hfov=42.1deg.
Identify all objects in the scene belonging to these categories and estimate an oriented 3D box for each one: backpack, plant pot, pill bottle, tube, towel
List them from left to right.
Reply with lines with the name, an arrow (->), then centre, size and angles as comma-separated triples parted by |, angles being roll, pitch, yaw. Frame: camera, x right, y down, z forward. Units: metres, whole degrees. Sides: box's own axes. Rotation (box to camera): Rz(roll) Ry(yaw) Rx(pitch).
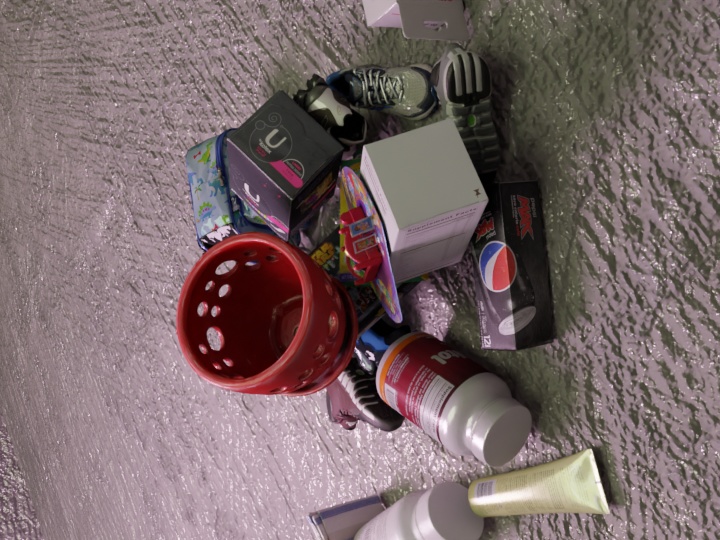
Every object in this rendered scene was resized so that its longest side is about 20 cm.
backpack -> -0.176, -0.128, 1.501 | 0.147, 0.183, 0.200 | -25, 71, 28
plant pot -> -0.108, 0.066, 1.225 | 0.200, 0.182, 0.201 | -7, 75, 26
towel -> 0.012, 0.432, 1.374 | 0.024, 0.147, 0.200 | -43, 63, 38
pill bottle -> 0.080, 0.371, 1.300 | 0.200, 0.114, 0.115 | -48, 59, 45
pill bottle -> 0.121, 0.167, 1.211 | 0.200, 0.113, 0.113 | 31, 120, 45
tube -> 0.219, 0.273, 1.159 | 0.058, 0.052, 0.200 | 43, 142, -18

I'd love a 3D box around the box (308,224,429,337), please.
box -> 0.000, 0.000, 1.313 | 0.200, 0.040, 0.137 | -43, 62, 12

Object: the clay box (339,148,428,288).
clay box -> 0.031, -0.082, 1.267 | 0.115, 0.048, 0.201 | -7, 76, 24

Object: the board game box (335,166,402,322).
board game box -> -0.005, -0.026, 1.137 | 0.158, 0.039, 0.200 | -125, 18, -56

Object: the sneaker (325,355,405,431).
sneaker -> 0.004, 0.209, 1.417 | 0.200, 0.076, 0.116 | 47, 137, 51

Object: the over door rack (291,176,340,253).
over door rack -> -0.044, -0.023, 1.431 | 0.148, 0.067, 0.200 | 51, 134, 33

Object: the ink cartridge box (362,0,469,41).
ink cartridge box -> 0.058, -0.375, 1.189 | 0.068, 0.116, 0.200 | -20, 79, 53

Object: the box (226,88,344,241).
box -> -0.107, -0.139, 1.299 | 0.122, 0.106, 0.200 | 43, 165, 6

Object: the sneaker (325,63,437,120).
sneaker -> 0.025, -0.245, 1.283 | 0.200, 0.085, 0.077 | 14, 107, 50

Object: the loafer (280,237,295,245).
loafer -> -0.136, 0.019, 1.487 | 0.072, 0.063, 0.200 | 57, 157, 22

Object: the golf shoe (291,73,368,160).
golf shoe -> -0.031, -0.190, 1.316 | 0.094, 0.200, 0.078 | 36, 86, 21

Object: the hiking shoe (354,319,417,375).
hiking shoe -> -0.016, 0.079, 1.373 | 0.200, 0.074, 0.087 | 24, 110, 10

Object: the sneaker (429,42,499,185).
sneaker -> 0.128, -0.193, 1.187 | 0.116, 0.075, 0.200 | -108, 14, -57

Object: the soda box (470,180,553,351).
soda box -> 0.180, -0.006, 1.133 | 0.063, 0.071, 0.201 | -5, 92, 55

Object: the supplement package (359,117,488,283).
supplement package -> 0.066, -0.075, 1.113 | 0.200, 0.114, 0.110 | 101, 149, -70
